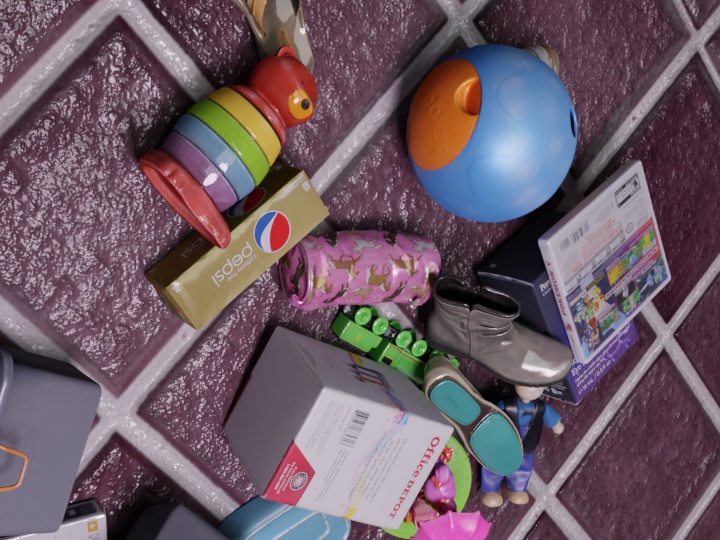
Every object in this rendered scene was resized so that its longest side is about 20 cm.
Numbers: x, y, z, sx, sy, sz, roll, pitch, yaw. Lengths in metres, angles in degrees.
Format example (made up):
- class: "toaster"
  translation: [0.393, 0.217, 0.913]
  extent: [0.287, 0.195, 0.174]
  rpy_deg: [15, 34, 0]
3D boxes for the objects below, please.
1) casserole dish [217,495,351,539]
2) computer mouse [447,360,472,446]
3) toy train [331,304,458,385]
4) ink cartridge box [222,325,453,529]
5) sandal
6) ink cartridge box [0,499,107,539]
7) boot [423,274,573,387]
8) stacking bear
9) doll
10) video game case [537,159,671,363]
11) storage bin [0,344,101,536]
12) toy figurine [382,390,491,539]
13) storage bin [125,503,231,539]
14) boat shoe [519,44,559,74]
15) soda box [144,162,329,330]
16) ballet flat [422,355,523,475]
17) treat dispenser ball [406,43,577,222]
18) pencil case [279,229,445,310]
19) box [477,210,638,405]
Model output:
- class: "casserole dish"
  translation: [-0.088, 0.323, 1.282]
  extent: [0.198, 0.039, 0.123]
  rpy_deg: [-29, 115, -23]
- class: "computer mouse"
  translation: [0.145, 0.150, 1.391]
  extent: [0.058, 0.034, 0.203]
  rpy_deg: [16, 92, -33]
- class: "toy train"
  translation: [0.045, 0.097, 1.312]
  extent: [0.199, 0.042, 0.057]
  rpy_deg: [32, 94, -34]
- class: "ink cartridge box"
  translation: [-0.026, 0.183, 1.210]
  extent: [0.198, 0.145, 0.147]
  rpy_deg: [23, 102, -34]
- class: "sandal"
  translation: [-0.095, -0.285, 1.119]
  extent: [0.080, 0.054, 0.202]
  rpy_deg: [-35, 118, -20]
- class: "ink cartridge box"
  translation: [-0.362, 0.364, 1.113]
  extent: [0.197, 0.043, 0.202]
  rpy_deg: [-9, 106, -33]
- class: "boot"
  translation: [0.171, 0.074, 1.254]
  extent: [0.197, 0.131, 0.069]
  rpy_deg: [17, 64, 1]
- class: "stacking bear"
  translation: [-0.125, -0.143, 1.097]
  extent: [0.200, 0.113, 0.122]
  rpy_deg: [-46, 131, -12]
- class: "doll"
  translation: [0.212, 0.220, 1.411]
  extent: [0.134, 0.049, 0.203]
  rpy_deg: [-2, 117, -16]
- class: "video game case"
  translation: [0.315, -0.013, 1.342]
  extent: [0.199, 0.023, 0.184]
  rpy_deg: [-38, 119, -29]
- class: "storage bin"
  translation: [-0.342, 0.169, 1.032]
  extent: [0.133, 0.145, 0.203]
  rpy_deg: [15, 94, -44]
- class: "toy figurine"
  translation: [0.092, 0.264, 1.277]
  extent: [0.148, 0.184, 0.204]
  rpy_deg: [-9, 101, -13]
- class: "storage bin"
  translation: [-0.211, 0.354, 1.126]
  extent: [0.135, 0.145, 0.201]
  rpy_deg: [47, 52, -19]
- class: "boat shoe"
  translation: [0.225, -0.183, 1.336]
  extent: [0.068, 0.074, 0.203]
  rpy_deg: [-20, 121, -36]
- class: "soda box"
  translation: [-0.134, -0.029, 1.149]
  extent: [0.200, 0.067, 0.064]
  rpy_deg: [-43, 121, -16]
- class: "ballet flat"
  translation: [0.141, 0.181, 1.339]
  extent: [0.070, 0.069, 0.201]
  rpy_deg: [-47, 121, -14]
- class: "treat dispenser ball"
  translation: [0.151, -0.158, 1.219]
  extent: [0.198, 0.200, 0.205]
  rpy_deg: [-8, 106, -30]
- class: "pencil case"
  translation: [0.000, 0.000, 1.235]
  extent: [0.197, 0.087, 0.084]
  rpy_deg: [0, 132, -32]
- class: "box"
  translation: [0.263, 0.047, 1.391]
  extent: [0.148, 0.104, 0.202]
  rpy_deg: [-40, 121, -25]
